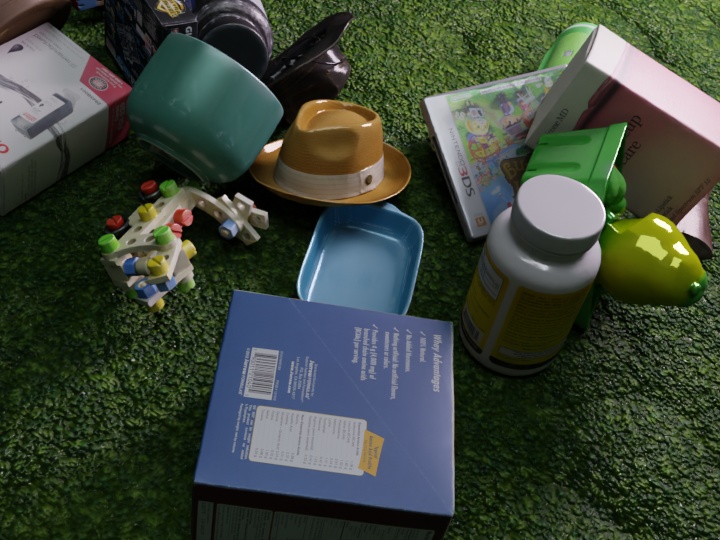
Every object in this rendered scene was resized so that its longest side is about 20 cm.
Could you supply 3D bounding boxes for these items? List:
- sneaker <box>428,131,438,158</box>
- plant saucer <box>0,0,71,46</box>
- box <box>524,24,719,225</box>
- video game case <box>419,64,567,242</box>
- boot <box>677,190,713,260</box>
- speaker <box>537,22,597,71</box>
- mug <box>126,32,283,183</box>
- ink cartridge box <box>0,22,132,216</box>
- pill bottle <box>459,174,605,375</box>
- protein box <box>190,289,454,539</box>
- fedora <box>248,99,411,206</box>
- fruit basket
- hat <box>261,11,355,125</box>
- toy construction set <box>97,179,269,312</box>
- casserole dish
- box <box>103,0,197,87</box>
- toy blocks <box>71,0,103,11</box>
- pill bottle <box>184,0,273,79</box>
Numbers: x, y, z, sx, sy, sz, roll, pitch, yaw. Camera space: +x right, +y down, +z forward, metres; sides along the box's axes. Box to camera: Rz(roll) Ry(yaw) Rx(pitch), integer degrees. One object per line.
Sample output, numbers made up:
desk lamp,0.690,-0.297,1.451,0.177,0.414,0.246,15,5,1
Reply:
sneaker,0.183,-0.181,1.204,0.199,0.076,0.077,2,42,-16
plant saucer,-0.411,-0.271,1.091,0.029,0.200,0.200,50,51,-6
box,0.309,-0.158,1.065,0.200,0.128,0.109,32,41,-2
video game case,0.191,-0.144,1.134,0.199,0.022,0.183,-16,80,-15
boot,0.360,-0.103,1.184,0.186,0.064,0.200,18,51,8
speaker,0.289,-0.264,1.297,0.088,0.089,0.200,22,47,9
mug,-0.171,-0.159,1.038,0.152,0.185,0.115,25,78,35
ink cartridge box,-0.378,-0.174,1.055,0.146,0.085,0.200,38,52,10
pill bottle,0.172,0.006,0.937,0.112,0.200,0.113,5,48,-6
protein box,-0.030,0.145,0.810,0.199,0.135,0.199,9,46,-4
fedora,-0.033,-0.146,1.089,0.200,0.082,0.201,4,31,-2
fruit basket,0.271,-0.036,0.998,0.215,0.216,0.156,23,46,9
hat,-0.072,-0.239,1.188,0.081,0.200,0.201,53,42,-24
toy construction set,-0.189,-0.039,0.973,0.131,0.092,0.200,4,27,32
casserole dish,0.000,0.000,1.019,0.121,0.039,0.200,15,45,2
box,-0.260,-0.289,1.147,0.046,0.159,0.200,-17,53,-27
toy blocks,-0.356,-0.418,1.304,0.136,0.100,0.200,-22,55,-15
pill bottle,-0.169,-0.300,1.179,0.111,0.112,0.200,-1,33,-13
